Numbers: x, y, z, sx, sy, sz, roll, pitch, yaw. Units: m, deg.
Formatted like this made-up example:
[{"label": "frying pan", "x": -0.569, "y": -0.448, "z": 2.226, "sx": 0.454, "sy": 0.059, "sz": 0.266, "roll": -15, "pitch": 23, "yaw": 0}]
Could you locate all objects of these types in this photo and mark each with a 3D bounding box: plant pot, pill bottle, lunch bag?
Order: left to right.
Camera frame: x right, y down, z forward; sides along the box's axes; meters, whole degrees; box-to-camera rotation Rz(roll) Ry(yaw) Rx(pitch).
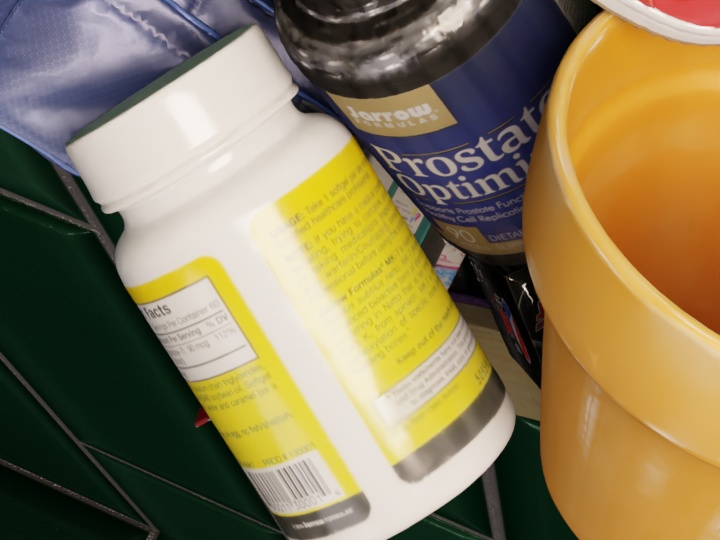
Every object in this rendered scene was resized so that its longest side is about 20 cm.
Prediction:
[{"label": "lunch bag", "x": -0.091, "y": -0.102, "z": 0.825, "sx": 0.199, "sy": 0.133, "sz": 0.136, "roll": 32, "pitch": -175, "yaw": -16}, {"label": "pill bottle", "x": -0.030, "y": 0.007, "z": 0.730, "sx": 0.201, "sy": 0.114, "sz": 0.114, "roll": 59, "pitch": 154, "yaw": -11}, {"label": "pill bottle", "x": 0.034, "y": -0.096, "z": 0.701, "sx": 0.111, "sy": 0.112, "sz": 0.200, "roll": 12, "pitch": 158, "yaw": 38}, {"label": "plant pot", "x": 0.147, "y": 0.024, "z": 0.645, "sx": 0.199, "sy": 0.201, "sz": 0.184, "roll": 23, "pitch": 139, "yaw": 10}]

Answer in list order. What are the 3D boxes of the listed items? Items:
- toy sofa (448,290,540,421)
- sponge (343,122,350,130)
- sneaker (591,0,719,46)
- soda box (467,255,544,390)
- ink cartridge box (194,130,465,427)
[{"label": "toy sofa", "x": 0.081, "y": 0.043, "z": 1.105, "sx": 0.199, "sy": 0.098, "sz": 0.083, "roll": 12, "pitch": 133, "yaw": 39}, {"label": "sponge", "x": -0.051, "y": -0.064, "z": 1.046, "sx": 0.199, "sy": 0.030, "sz": 0.112, "roll": 15, "pitch": 158, "yaw": 35}, {"label": "sneaker", "x": 0.156, "y": -0.111, "z": 0.556, "sx": 0.198, "sy": 0.072, "sz": 0.113, "roll": 17, "pitch": 166, "yaw": 4}, {"label": "soda box", "x": 0.099, "y": 0.012, "z": 0.850, "sx": 0.200, "sy": 0.063, "sz": 0.071, "roll": -105, "pitch": -8, "yaw": -85}, {"label": "ink cartridge box", "x": 0.000, "y": 0.000, "z": 0.871, "sx": 0.067, "sy": 0.201, "sz": 0.116, "roll": 31, "pitch": 162, "yaw": -9}]
